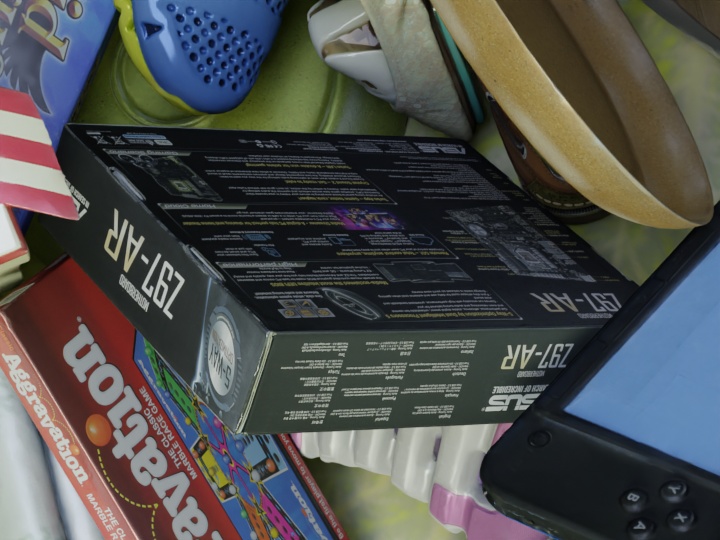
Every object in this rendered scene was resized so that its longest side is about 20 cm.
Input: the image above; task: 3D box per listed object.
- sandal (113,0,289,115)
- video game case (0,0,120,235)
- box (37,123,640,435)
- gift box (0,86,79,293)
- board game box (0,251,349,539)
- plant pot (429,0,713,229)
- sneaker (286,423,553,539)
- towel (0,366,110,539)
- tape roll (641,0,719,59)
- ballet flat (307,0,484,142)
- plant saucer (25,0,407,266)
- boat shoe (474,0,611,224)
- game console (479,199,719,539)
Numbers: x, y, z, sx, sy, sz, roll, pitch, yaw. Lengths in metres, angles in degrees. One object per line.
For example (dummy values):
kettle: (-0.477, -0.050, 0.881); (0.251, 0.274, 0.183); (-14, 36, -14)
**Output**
sandal: (-0.042, -0.161, 1.162); (0.087, 0.079, 0.201); (5, 78, 43)
video game case: (-0.204, -0.097, 1.178); (0.181, 0.045, 0.201); (23, 81, -4)
box: (0.000, 0.000, 1.079); (0.160, 0.199, 0.044); (43, 123, 43)
gift box: (-0.215, -0.034, 1.053); (0.184, 0.187, 0.201); (-28, 88, -7)
board game box: (-0.066, 0.080, 1.106); (0.019, 0.103, 0.201); (-22, 103, 40)
plant pot: (0.066, -0.095, 1.056); (0.027, 0.200, 0.201); (-34, 73, 16)
sneaker: (0.020, 0.040, 1.151); (0.200, 0.088, 0.081); (30, 126, 25)
towel: (-0.158, 0.146, 1.121); (0.171, 0.048, 0.201); (-30, 72, 45)
tape roll: (0.168, -0.102, 1.091); (0.202, 0.203, 0.037); (34, 88, 15)
ballet flat: (-0.002, -0.119, 1.137); (0.062, 0.200, 0.068); (-23, 47, 0)
plant saucer: (-0.079, -0.084, 1.218); (0.199, 0.031, 0.201); (-2, 77, 10)
boat shoe: (0.071, -0.121, 1.180); (0.072, 0.068, 0.201); (-22, 74, 4)
game console: (0.153, 0.009, 0.971); (0.170, 0.119, 0.200); (22, 51, 35)
